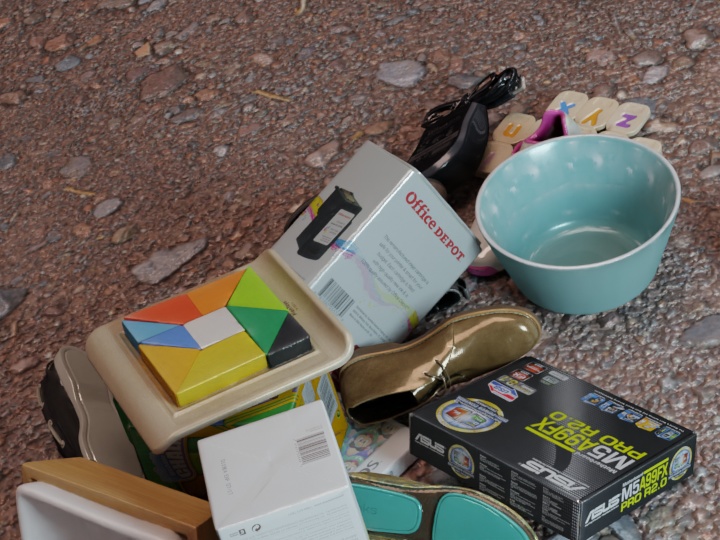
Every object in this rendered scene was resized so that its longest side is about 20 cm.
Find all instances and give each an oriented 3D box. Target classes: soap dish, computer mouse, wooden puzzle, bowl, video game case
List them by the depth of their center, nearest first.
[{"bbox_3d":[-0.197,0.250,1.529,0.199,0.158,0.081,14,29,33],"label":"soap dish"},{"bbox_3d":[-0.129,0.062,1.587,0.199,0.037,0.185,-27,39,-15],"label":"wooden puzzle"},{"bbox_3d":[-0.069,0.179,1.670,0.199,0.024,0.182,23,52,40],"label":"video game case"},{"bbox_3d":[0.217,-0.032,1.758,0.200,0.105,0.201,-8,40,6],"label":"bowl"},{"bbox_3d":[0.109,-0.137,1.970,0.138,0.053,0.200,-25,22,36],"label":"computer mouse"}]

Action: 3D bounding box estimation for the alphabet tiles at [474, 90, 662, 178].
[{"bbox_3d":[0.221,-0.121,1.942,0.199,0.015,0.196,15,53,35],"label":"alphabet tiles"}]

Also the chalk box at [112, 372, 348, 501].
[{"bbox_3d":[-0.130,0.143,1.618,0.199,0.125,0.124,-4,38,17],"label":"chalk box"}]

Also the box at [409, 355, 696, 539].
[{"bbox_3d":[0.167,0.151,1.563,0.160,0.045,0.200,-21,33,-38],"label":"box"}]

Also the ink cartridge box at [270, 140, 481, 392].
[{"bbox_3d":[0.000,0.000,1.718,0.200,0.146,0.083,-48,43,-5],"label":"ink cartridge box"}]

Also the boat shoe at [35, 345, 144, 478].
[{"bbox_3d":[-0.266,0.162,1.735,0.060,0.074,0.200,-50,50,23],"label":"boat shoe"}]

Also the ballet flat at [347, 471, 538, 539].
[{"bbox_3d":[0.066,0.214,1.543,0.199,0.071,0.071,12,44,19],"label":"ballet flat"}]

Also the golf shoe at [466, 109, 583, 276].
[{"bbox_3d":[0.164,-0.084,1.850,0.075,0.092,0.200,22,62,37],"label":"golf shoe"}]

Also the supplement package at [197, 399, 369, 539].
[{"bbox_3d":[-0.047,0.226,1.454,0.109,0.201,0.114,-18,37,-2],"label":"supplement package"}]

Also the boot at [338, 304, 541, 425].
[{"bbox_3d":[0.076,0.093,1.658,0.199,0.074,0.076,-20,30,11],"label":"boot"}]

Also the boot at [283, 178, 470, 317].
[{"bbox_3d":[0.012,-0.010,1.849,0.199,0.069,0.175,-15,44,14],"label":"boot"}]
